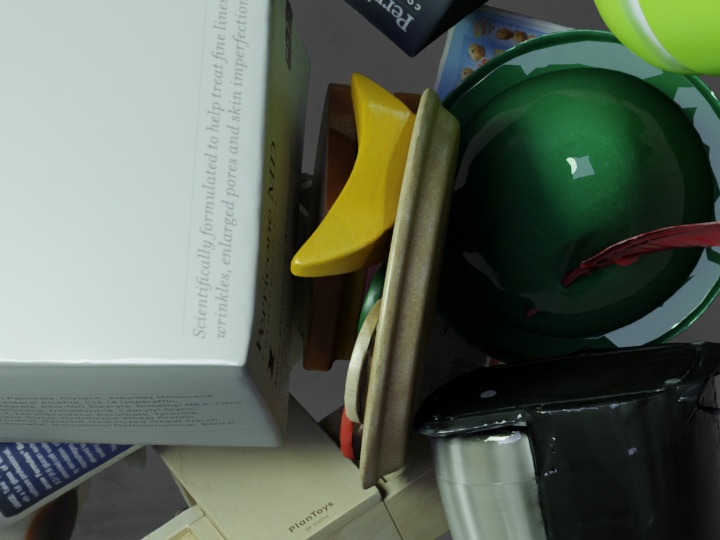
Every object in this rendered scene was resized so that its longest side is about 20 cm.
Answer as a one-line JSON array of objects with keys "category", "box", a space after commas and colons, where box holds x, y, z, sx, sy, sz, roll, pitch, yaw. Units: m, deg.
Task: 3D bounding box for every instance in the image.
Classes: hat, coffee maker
[{"category": "hat", "box": [0.091, -0.038, 1.315, 0.199, 0.176, 0.166, -25, 83, 15]}, {"category": "coffee maker", "box": [0.129, 0.143, 1.291, 0.191, 0.134, 0.201, -3, 103, 40]}]

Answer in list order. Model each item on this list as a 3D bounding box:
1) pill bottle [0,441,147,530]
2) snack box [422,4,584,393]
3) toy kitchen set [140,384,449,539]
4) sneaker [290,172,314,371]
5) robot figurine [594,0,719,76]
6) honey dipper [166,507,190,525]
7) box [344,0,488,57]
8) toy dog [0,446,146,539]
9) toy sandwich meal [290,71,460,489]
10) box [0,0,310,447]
[{"category": "pill bottle", "box": [-0.172, 0.061, 1.413, 0.199, 0.111, 0.111, -31, 70, -4]}, {"category": "snack box", "box": [0.057, -0.031, 1.438, 0.072, 0.024, 0.201, 18, 95, 30]}, {"category": "toy kitchen set", "box": [-0.032, 0.160, 1.449, 0.200, 0.181, 0.163, -33, 36, -10]}, {"category": "sneaker", "box": [-0.059, -0.020, 1.486, 0.090, 0.067, 0.200, -35, 42, -15]}, {"category": "robot figurine", "box": [0.187, -0.149, 1.305, 0.199, 0.116, 0.176, 0, 125, 50]}, {"category": "honey dipper", "box": [-0.140, 0.210, 1.527, 0.038, 0.038, 0.200, 47, 111, 24]}, {"category": "box", "box": [0.023, -0.247, 1.356, 0.197, 0.117, 0.200, 41, 131, 6]}, {"category": "toy dog", "box": [-0.202, 0.165, 1.505, 0.193, 0.140, 0.201, -6, 65, 1]}, {"category": "toy sandwich meal", "box": [0.000, 0.000, 1.316, 0.070, 0.205, 0.206, 9, 91, 3]}, {"category": "box", "box": [-0.131, -0.031, 1.310, 0.199, 0.131, 0.200, 1, 72, 8]}]
